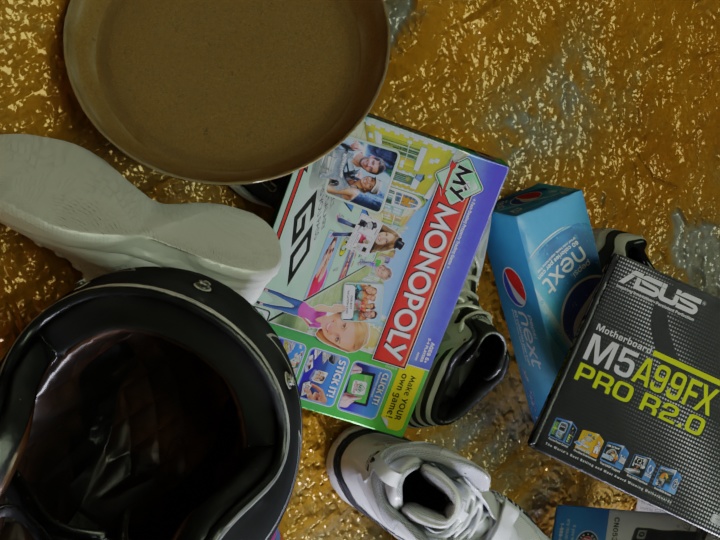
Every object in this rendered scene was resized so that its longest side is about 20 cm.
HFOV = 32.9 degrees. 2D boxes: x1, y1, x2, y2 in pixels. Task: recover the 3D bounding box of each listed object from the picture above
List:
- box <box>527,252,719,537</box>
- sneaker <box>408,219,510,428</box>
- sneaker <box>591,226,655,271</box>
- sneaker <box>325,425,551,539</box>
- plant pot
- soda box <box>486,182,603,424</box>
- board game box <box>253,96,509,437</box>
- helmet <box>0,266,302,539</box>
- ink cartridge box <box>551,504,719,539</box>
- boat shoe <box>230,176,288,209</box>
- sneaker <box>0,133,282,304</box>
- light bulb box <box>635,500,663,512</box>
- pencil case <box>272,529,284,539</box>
[{"bbox_3d":[0.246,0.101,0.908,0.199,0.044,0.161,25,87,6],"label":"box"},{"bbox_3d":[0.079,0.024,0.891,0.076,0.115,0.201,28,75,-34],"label":"sneaker"},{"bbox_3d":[0.227,0.050,1.030,0.074,0.080,0.200,-43,117,-30],"label":"sneaker"},{"bbox_3d":[0.072,0.180,0.861,0.200,0.115,0.075,34,80,-12],"label":"sneaker"},{"bbox_3d":[-0.082,-0.140,0.756,0.199,0.028,0.201,1,70,-4],"label":"plant pot"},{"bbox_3d":[0.158,0.036,0.974,0.064,0.068,0.201,-22,106,-18],"label":"soda box"},{"bbox_3d":[0.000,0.000,0.809,0.134,0.029,0.201,18,103,-10],"label":"board game box"},{"bbox_3d":[-0.124,0.098,0.689,0.200,0.200,0.191,46,50,-29],"label":"helmet"},{"bbox_3d":[0.248,0.271,0.952,0.084,0.199,0.146,57,40,-50],"label":"ink cartridge box"},{"bbox_3d":[-0.027,-0.059,0.840,0.200,0.060,0.076,39,69,-32],"label":"boat shoe"},{"bbox_3d":[-0.154,-0.013,0.745,0.199,0.089,0.075,21,44,-18],"label":"sneaker"},{"bbox_3d":[0.365,0.170,1.110,0.198,0.125,0.201,13,83,-36],"label":"light bulb box"},{"bbox_3d":[-0.070,0.245,0.810,0.088,0.088,0.201,-27,106,-33],"label":"pencil case"}]
